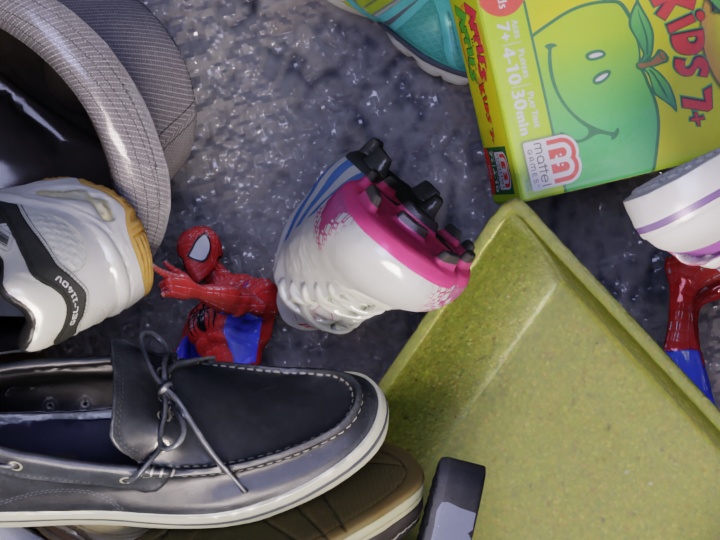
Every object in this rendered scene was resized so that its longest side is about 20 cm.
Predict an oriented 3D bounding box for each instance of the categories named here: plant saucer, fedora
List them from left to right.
[{"bbox_3d":[-0.153,-0.079,1.232,0.200,0.177,0.090,10,36,33],"label":"fedora"},{"bbox_3d":[0.085,0.105,1.166,0.200,0.048,0.200,49,119,30],"label":"plant saucer"}]

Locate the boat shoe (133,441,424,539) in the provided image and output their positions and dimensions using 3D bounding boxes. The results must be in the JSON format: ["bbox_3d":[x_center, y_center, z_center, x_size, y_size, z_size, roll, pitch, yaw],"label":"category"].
[{"bbox_3d":[-0.060,0.139,1.138,0.201,0.066,0.072,-27,36,-20],"label":"boat shoe"}]

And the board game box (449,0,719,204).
[{"bbox_3d":[0.149,-0.101,1.221,0.200,0.048,0.102,-14,93,-12],"label":"board game box"}]

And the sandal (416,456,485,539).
[{"bbox_3d":[0.029,0.180,1.141,0.043,0.076,0.200,15,99,-1],"label":"sandal"}]

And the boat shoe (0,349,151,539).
[{"bbox_3d":[-0.156,0.077,1.217,0.071,0.065,0.200,-32,47,-28],"label":"boat shoe"}]

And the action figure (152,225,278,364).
[{"bbox_3d":[-0.065,0.071,1.206,0.065,0.099,0.200,-29,68,35],"label":"action figure"}]

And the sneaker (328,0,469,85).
[{"bbox_3d":[0.023,-0.144,1.255,0.200,0.080,0.078,24,82,7],"label":"sneaker"}]

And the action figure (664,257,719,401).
[{"bbox_3d":[0.176,0.099,1.197,0.099,0.065,0.200,4,79,14],"label":"action figure"}]

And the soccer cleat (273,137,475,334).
[{"bbox_3d":[0.000,0.000,1.176,0.070,0.200,0.086,39,97,-7],"label":"soccer cleat"}]

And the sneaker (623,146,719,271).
[{"bbox_3d":[0.193,-0.003,1.164,0.073,0.200,0.114,-27,78,34],"label":"sneaker"}]

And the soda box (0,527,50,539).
[{"bbox_3d":[-0.179,0.133,1.220,0.200,0.068,0.064,29,86,8],"label":"soda box"}]

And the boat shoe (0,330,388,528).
[{"bbox_3d":[-0.088,0.065,1.126,0.200,0.062,0.075,-4,44,0],"label":"boat shoe"}]

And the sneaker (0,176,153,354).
[{"bbox_3d":[-0.189,-0.002,1.183,0.200,0.088,0.076,-1,116,39],"label":"sneaker"}]
